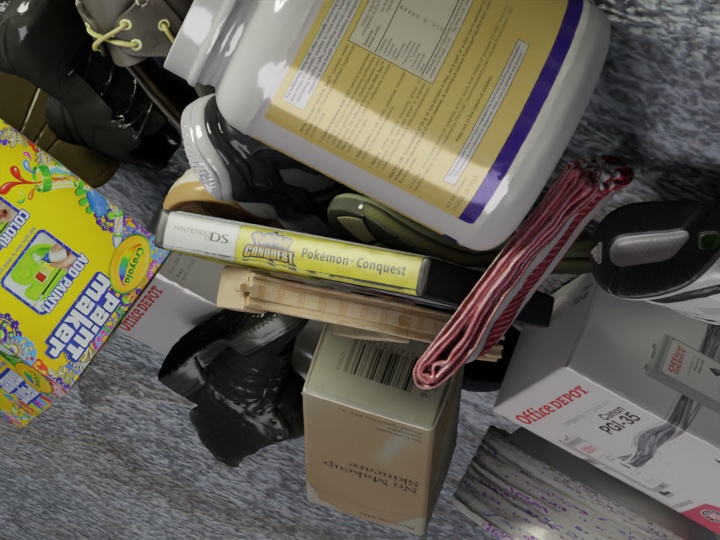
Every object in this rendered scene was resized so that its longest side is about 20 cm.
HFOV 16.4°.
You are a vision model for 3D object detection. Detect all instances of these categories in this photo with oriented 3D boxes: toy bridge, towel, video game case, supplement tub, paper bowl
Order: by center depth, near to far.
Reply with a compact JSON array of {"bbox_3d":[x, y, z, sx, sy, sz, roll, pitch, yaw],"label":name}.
[{"bbox_3d":[0.013,-0.114,1.303,0.200,0.145,0.145,27,159,-5],"label":"supplement tub"},{"bbox_3d":[0.095,-0.001,1.386,0.023,0.144,0.200,39,-169,7],"label":"towel"},{"bbox_3d":[0.009,0.028,1.515,0.200,0.027,0.067,13,175,-34],"label":"toy bridge"},{"bbox_3d":[0.000,0.000,1.528,0.181,0.026,0.200,10,178,26],"label":"video game case"},{"bbox_3d":[0.175,0.168,1.797,0.201,0.104,0.201,27,180,0],"label":"paper bowl"}]

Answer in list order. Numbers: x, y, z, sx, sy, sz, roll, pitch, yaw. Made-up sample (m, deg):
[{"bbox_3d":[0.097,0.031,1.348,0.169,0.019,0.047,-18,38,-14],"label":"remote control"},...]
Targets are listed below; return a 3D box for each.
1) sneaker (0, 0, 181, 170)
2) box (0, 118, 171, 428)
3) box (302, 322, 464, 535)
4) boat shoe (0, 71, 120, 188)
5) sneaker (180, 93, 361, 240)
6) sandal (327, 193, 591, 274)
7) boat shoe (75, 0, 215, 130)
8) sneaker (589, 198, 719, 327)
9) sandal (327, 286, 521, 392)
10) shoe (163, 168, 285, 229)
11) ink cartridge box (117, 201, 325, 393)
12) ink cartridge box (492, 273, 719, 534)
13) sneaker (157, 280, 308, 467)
[{"bbox_3d":[-0.164,-0.124,1.566,0.091,0.076,0.200,28,170,22],"label":"sneaker"},{"bbox_3d":[-0.253,-0.009,1.670,0.193,0.122,0.200,37,162,-7],"label":"box"},{"bbox_3d":[0.016,0.100,1.684,0.095,0.078,0.200,16,155,9],"label":"box"},{"bbox_3d":[-0.248,-0.125,1.676,0.201,0.073,0.063,33,167,-14],"label":"boat shoe"},{"bbox_3d":[-0.012,-0.074,1.515,0.114,0.076,0.200,-21,160,28],"label":"sneaker"},{"bbox_3d":[0.063,-0.031,1.532,0.201,0.057,0.080,7,180,-38],"label":"sandal"},{"bbox_3d":[-0.126,-0.145,1.500,0.072,0.061,0.201,5,151,43],"label":"boat shoe"},{"bbox_3d":[0.245,-0.007,1.438,0.200,0.076,0.115,0,170,33],"label":"sneaker"},{"bbox_3d":[0.040,0.018,1.695,0.200,0.076,0.043,33,131,-21],"label":"sandal"},{"bbox_3d":[-0.085,-0.052,1.606,0.070,0.053,0.200,1,176,5],"label":"shoe"},{"bbox_3d":[-0.076,0.031,1.823,0.200,0.086,0.146,30,157,-8],"label":"ink cartridge box"},{"bbox_3d":[0.206,0.090,1.656,0.200,0.083,0.147,28,159,-8],"label":"ink cartridge box"},{"bbox_3d":[-0.066,0.073,1.733,0.104,0.060,0.200,40,141,-18],"label":"sneaker"}]
